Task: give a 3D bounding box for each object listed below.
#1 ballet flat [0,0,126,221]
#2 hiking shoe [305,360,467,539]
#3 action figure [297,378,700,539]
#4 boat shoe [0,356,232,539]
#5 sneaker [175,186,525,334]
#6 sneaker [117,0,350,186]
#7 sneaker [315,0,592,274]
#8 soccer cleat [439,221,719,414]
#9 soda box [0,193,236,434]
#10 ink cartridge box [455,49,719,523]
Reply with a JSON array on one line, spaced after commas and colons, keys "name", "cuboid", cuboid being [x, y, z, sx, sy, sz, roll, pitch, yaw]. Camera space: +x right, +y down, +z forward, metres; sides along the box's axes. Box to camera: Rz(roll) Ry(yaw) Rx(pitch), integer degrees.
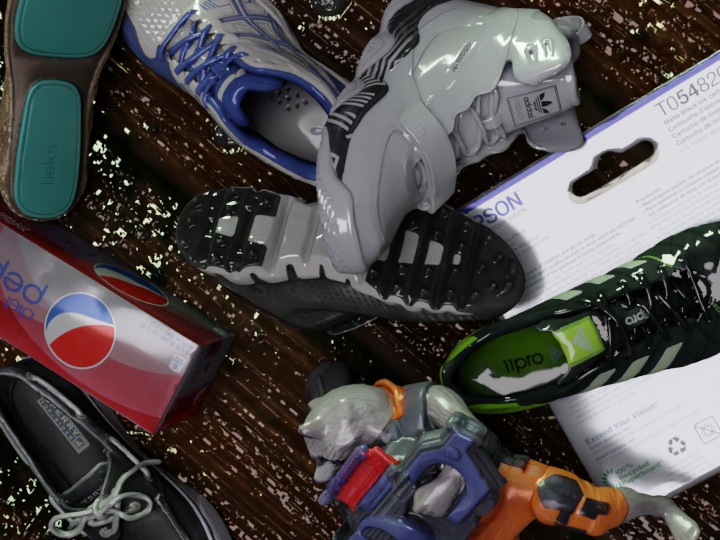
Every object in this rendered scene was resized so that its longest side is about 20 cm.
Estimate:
[{"name": "ballet flat", "cuboid": [-0.184, -0.129, 0.961, 0.070, 0.065, 0.200, 7, 111, -26]}, {"name": "hiking shoe", "cuboid": [0.041, 0.132, 0.934, 0.101, 0.076, 0.200, -27, 79, -9]}, {"name": "action figure", "cuboid": [0.045, 0.127, 0.846, 0.193, 0.105, 0.200, 34, 132, -13]}, {"name": "boat shoe", "cuboid": [-0.151, 0.133, 0.978, 0.074, 0.068, 0.199, -37, 84, 14]}, {"name": "sneaker", "cuboid": [0.000, 0.000, 0.923, 0.200, 0.091, 0.067, 8, 66, 18]}, {"name": "sneaker", "cuboid": [-0.067, -0.116, 0.933, 0.200, 0.088, 0.075, 34, 103, 12]}, {"name": "sneaker", "cuboid": [0.052, -0.077, 0.859, 0.115, 0.200, 0.075, 5, 139, 21]}, {"name": "soccer cleat", "cuboid": [0.135, 0.030, 0.847, 0.200, 0.081, 0.068, -24, 86, 16]}, {"name": "soda box", "cuboid": [-0.180, 0.018, 0.979, 0.200, 0.070, 0.063, 30, 101, 11]}, {"name": "ink cartridge box", "cuboid": [0.179, 0.007, 0.897, 0.200, 0.041, 0.200, -30, 85, 15]}]
